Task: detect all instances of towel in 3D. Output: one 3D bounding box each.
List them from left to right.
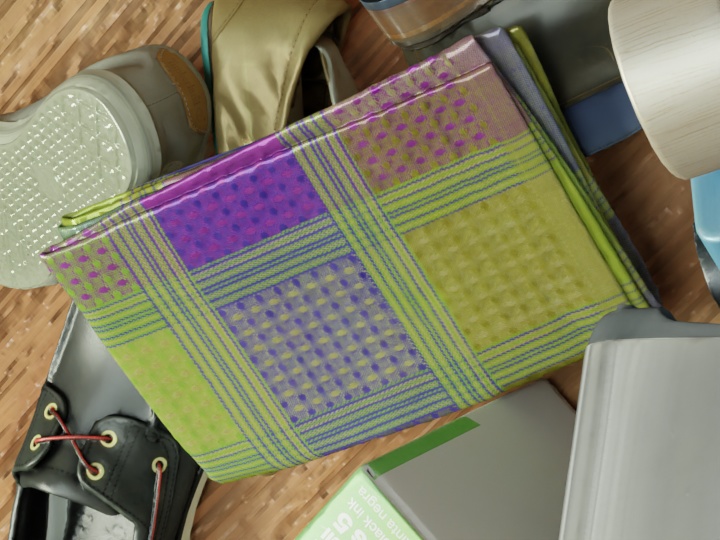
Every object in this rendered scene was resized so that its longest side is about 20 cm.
[{"bbox_3d":[0.000,0.000,1.096,0.200,0.023,0.144,-24,121,18],"label":"towel"}]

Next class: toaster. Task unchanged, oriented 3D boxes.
[{"bbox_3d":[0.140,0.084,0.954,0.200,0.114,0.129,0,72,44],"label":"toaster"}]

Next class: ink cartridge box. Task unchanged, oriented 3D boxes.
[{"bbox_3d":[0.006,0.148,1.129,0.084,0.145,0.200,48,120,13],"label":"ink cartridge box"}]

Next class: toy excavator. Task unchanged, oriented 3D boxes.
[{"bbox_3d":[0.129,-0.060,0.939,0.100,0.195,0.200,-21,130,21],"label":"toy excavator"}]

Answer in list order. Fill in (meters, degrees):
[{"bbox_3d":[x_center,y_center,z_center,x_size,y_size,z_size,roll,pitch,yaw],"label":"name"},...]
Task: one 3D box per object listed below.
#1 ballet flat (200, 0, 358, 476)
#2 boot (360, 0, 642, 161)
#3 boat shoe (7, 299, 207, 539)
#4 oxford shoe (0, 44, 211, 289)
[{"bbox_3d":[-0.025,-0.014,1.154,0.063,0.069,0.200,1,104,21],"label":"ballet flat"},{"bbox_3d":[0.108,-0.111,1.067,0.200,0.075,0.097,-25,115,22],"label":"boot"},{"bbox_3d":[-0.105,0.081,1.227,0.074,0.063,0.202,19,110,27],"label":"boat shoe"},{"bbox_3d":[-0.116,-0.041,1.189,0.075,0.058,0.200,60,148,-3],"label":"oxford shoe"}]
